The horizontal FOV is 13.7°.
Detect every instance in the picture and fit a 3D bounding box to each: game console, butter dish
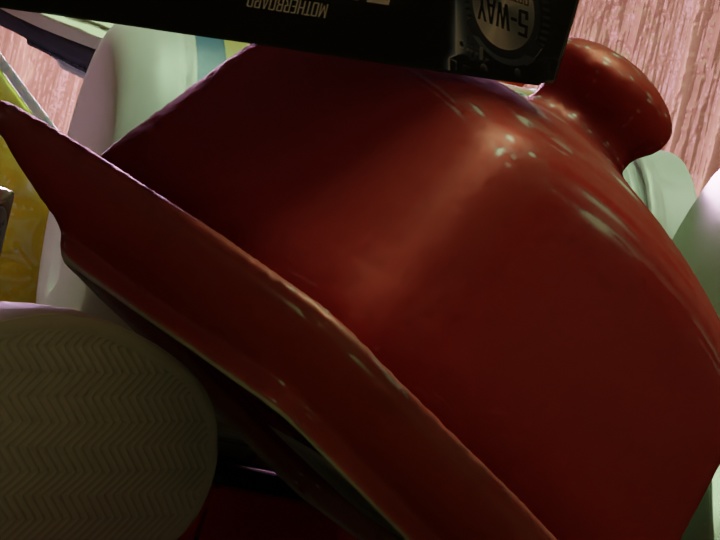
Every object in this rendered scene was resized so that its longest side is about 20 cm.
[{"bbox_3d":[-0.031,0.084,1.031,0.177,0.031,0.200,8,-4,39],"label":"game console"},{"bbox_3d":[0.029,-0.002,0.834,0.200,0.148,0.200,48,-11,-36],"label":"butter dish"}]

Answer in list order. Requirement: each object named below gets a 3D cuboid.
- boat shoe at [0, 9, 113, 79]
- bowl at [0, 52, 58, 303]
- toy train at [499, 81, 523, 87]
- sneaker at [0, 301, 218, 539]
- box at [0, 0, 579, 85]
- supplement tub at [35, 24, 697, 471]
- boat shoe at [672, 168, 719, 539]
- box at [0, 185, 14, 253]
[{"bbox_3d":[-0.091,-0.081,1.110,0.200,0.063,0.073,27,42,14],"label":"boat shoe"},{"bbox_3d":[-0.142,0.002,1.156,0.200,0.108,0.200,54,-2,3],"label":"bowl"},{"bbox_3d":[-0.021,-0.096,1.136,0.200,0.150,0.056,40,46,9],"label":"toy train"},{"bbox_3d":[-0.140,0.031,0.796,0.200,0.074,0.115,12,4,-45],"label":"sneaker"},{"bbox_3d":[-0.056,-0.113,0.809,0.199,0.044,0.160,7,24,-21],"label":"box"},{"bbox_3d":[0.000,0.000,1.008,0.199,0.145,0.145,11,0,-14],"label":"supplement tub"},{"bbox_3d":[0.125,0.051,0.911,0.071,0.201,0.070,26,-42,-18],"label":"boat shoe"},{"bbox_3d":[-0.218,-0.001,0.900,0.199,0.100,0.095,13,1,13],"label":"box"}]
